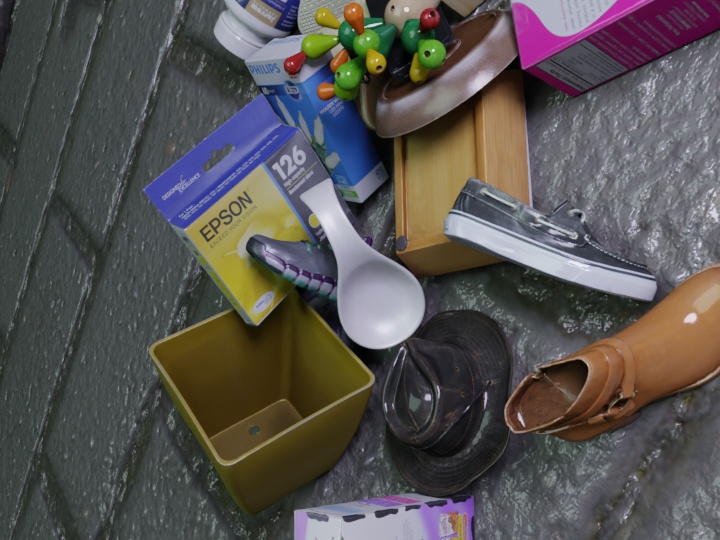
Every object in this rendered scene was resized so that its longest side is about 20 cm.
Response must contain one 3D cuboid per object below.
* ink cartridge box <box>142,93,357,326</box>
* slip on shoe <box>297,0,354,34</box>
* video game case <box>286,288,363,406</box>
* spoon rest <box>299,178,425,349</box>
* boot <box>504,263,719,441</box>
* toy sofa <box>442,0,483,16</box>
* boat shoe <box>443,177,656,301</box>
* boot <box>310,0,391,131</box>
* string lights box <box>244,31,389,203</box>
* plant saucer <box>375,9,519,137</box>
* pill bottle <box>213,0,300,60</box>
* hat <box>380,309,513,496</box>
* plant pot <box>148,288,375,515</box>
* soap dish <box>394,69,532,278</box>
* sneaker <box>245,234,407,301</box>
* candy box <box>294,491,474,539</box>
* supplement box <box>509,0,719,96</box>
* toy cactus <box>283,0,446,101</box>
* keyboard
[{"bbox_3d":[-0.121,-0.075,0.827,0.198,0.201,0.047,-46,29,-24],"label":"ink cartridge box"},{"bbox_3d":[-0.028,-0.417,0.969,0.201,0.073,0.061,-59,12,30],"label":"slip on shoe"},{"bbox_3d":[-0.041,0.068,0.927,0.142,0.019,0.203,29,105,46],"label":"video game case"},{"bbox_3d":[0.000,0.000,0.751,0.099,0.202,0.061,-30,18,1],"label":"spoon rest"},{"bbox_3d":[0.216,0.070,0.550,0.201,0.153,0.074,-56,48,24],"label":"boot"},{"bbox_3d":[0.108,-0.411,0.801,0.097,0.082,0.203,-32,61,33],"label":"toy sofa"},{"bbox_3d":[0.175,-0.032,0.623,0.197,0.072,0.072,21,93,10],"label":"boat shoe"},{"bbox_3d":[-0.020,-0.258,0.918,0.154,0.072,0.203,-17,69,44],"label":"boot"},{"bbox_3d":[-0.051,-0.187,0.857,0.059,0.201,0.102,-44,34,-24],"label":"string lights box"},{"bbox_3d":[0.090,-0.218,0.737,0.199,0.032,0.201,-32,25,17],"label":"plant saucer"},{"bbox_3d":[-0.137,-0.423,1.038,0.201,0.119,0.120,-51,51,29],"label":"pill bottle"},{"bbox_3d":[0.069,0.127,0.726,0.200,0.080,0.203,-31,46,40],"label":"hat"},{"bbox_3d":[-0.117,0.173,0.850,0.200,0.198,0.178,43,146,37],"label":"plant pot"},{"bbox_3d":[0.106,-0.104,0.752,0.156,0.081,0.203,-12,73,45],"label":"soap dish"},{"bbox_3d":[-0.037,-0.015,0.808,0.088,0.198,0.074,-63,28,-1],"label":"sneaker"},{"bbox_3d":[0.029,0.314,0.676,0.071,0.198,0.171,-10,76,44],"label":"candy box"},{"bbox_3d":[0.243,-0.253,0.615,0.198,0.102,0.103,-19,71,42],"label":"supplement box"},{"bbox_3d":[0.019,-0.248,0.707,0.199,0.103,0.165,10,51,50],"label":"toy cactus"},{"bbox_3d":[0.033,-0.274,0.790,0.126,0.021,0.202,-27,42,15],"label":"keyboard"}]
